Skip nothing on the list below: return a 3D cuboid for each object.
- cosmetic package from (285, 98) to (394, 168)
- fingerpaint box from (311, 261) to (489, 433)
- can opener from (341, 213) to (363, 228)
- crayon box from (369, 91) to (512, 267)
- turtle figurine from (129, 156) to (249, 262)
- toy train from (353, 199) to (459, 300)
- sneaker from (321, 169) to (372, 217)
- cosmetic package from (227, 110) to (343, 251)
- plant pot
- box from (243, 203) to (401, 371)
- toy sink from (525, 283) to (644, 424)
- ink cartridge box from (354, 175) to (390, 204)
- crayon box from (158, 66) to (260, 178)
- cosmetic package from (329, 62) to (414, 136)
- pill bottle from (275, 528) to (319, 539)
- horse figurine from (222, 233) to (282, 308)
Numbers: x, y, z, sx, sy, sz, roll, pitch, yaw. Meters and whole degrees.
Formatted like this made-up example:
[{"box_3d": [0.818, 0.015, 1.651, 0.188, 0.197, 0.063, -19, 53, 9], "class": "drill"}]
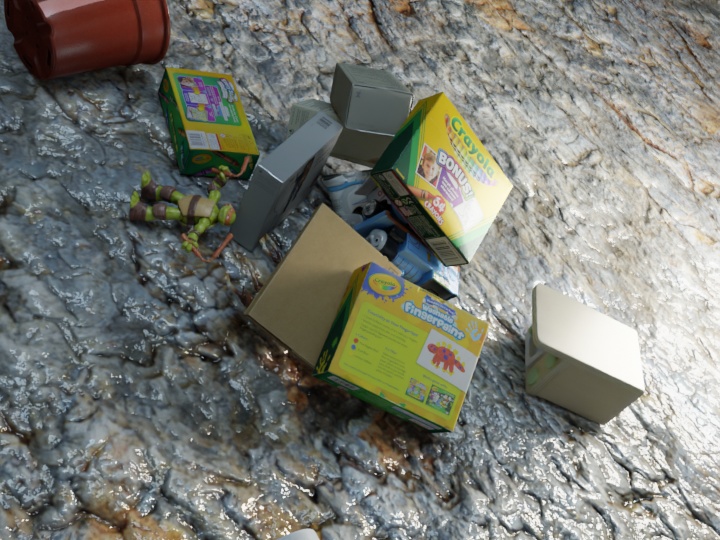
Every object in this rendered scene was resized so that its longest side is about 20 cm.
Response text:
[{"box_3d": [-0.014, -0.229, 1.566, 0.199, 0.071, 0.105, 18, 20, 15], "class": "cosmetic package"}, {"box_3d": [0.057, 0.109, 1.282, 0.200, 0.073, 0.167, 27, 71, -16], "class": "fingerpaint box"}, {"box_3d": [0.000, 0.000, 1.425, 0.052, 0.067, 0.201, -20, 58, 9], "class": "can opener"}, {"box_3d": [0.127, -0.137, 1.403, 0.200, 0.058, 0.173, 48, 57, -25], "class": "crayon box"}, {"box_3d": [-0.247, -0.098, 1.360, 0.161, 0.064, 0.201, 13, 58, 3], "class": "turtle figurine"}, {"box_3d": [0.075, -0.030, 1.432, 0.200, 0.087, 0.115, 36, 43, -36], "class": "toy train"}, {"box_3d": [0.005, -0.126, 1.557, 0.200, 0.075, 0.087, -18, 101, -54], "class": "sneaker"}, {"box_3d": [-0.114, -0.139, 1.425, 0.052, 0.151, 0.200, 36, 42, 3], "class": "cosmetic package"}, {"box_3d": [-0.439, -0.399, 1.466, 0.195, 0.201, 0.201, -30, 68, -36], "class": "plant pot"}, {"box_3d": [-0.048, 0.031, 1.297, 0.163, 0.021, 0.200, 41, 66, -19], "class": "box"}, {"box_3d": [0.327, 0.134, 1.453, 0.200, 0.112, 0.131, 25, 42, -15], "class": "toy sink"}, {"box_3d": [0.091, -0.130, 1.513, 0.067, 0.117, 0.200, 55, 24, 22], "class": "ink cartridge box"}, {"box_3d": [-0.250, -0.243, 1.513, 0.118, 0.058, 0.200, 1, 50, -30], "class": "crayon box"}, {"box_3d": [0.014, -0.282, 1.514, 0.103, 0.073, 0.200, 8, 21, -11], "class": "cosmetic package"}, {"box_3d": [-0.043, 0.387, 0.992, 0.112, 0.112, 0.200, -8, 56, -36], "class": "pill bottle"}, {"box_3d": [-0.118, 0.022, 1.336, 0.133, 0.050, 0.200, 47, 33, -7], "class": "horse figurine"}]
